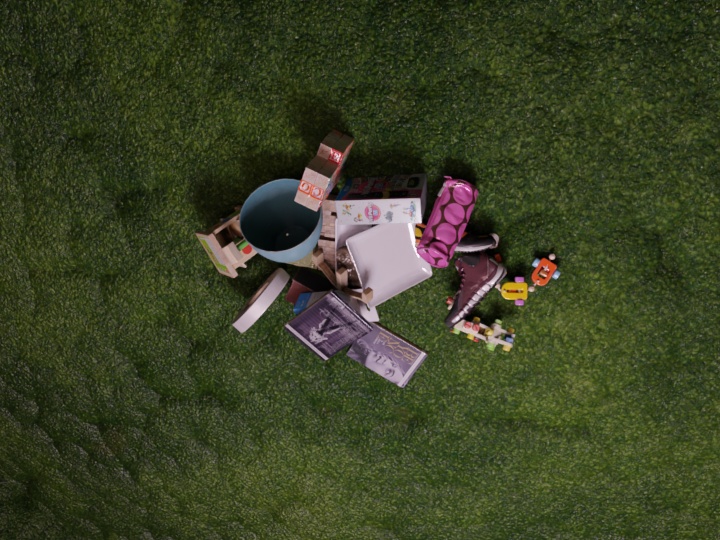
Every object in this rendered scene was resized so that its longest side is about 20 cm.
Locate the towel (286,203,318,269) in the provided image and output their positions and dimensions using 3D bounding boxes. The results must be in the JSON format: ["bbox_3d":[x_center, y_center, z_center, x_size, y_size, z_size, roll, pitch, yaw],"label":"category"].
[{"bbox_3d":[-0.174,-0.104,1.458,0.146,0.037,0.203,12,120,18],"label":"towel"}]

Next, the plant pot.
[{"bbox_3d":[-0.178,-0.099,1.345,0.197,0.203,0.135,5,153,11],"label":"plant pot"}]

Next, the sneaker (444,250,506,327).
[{"bbox_3d":[0.252,0.035,1.357,0.116,0.076,0.200,45,97,16],"label":"sneaker"}]

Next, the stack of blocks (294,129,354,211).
[{"bbox_3d":[-0.080,-0.234,1.277,0.058,0.201,0.116,24,123,0],"label":"stack of blocks"}]

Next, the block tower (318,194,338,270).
[{"bbox_3d":[-0.078,-0.098,1.437,0.057,0.054,0.203,9,121,9],"label":"block tower"}]

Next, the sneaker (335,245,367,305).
[{"bbox_3d":[0.000,0.000,1.445,0.070,0.076,0.201,9,139,38],"label":"sneaker"}]

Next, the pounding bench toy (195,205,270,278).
[{"bbox_3d":[-0.296,-0.079,1.403,0.199,0.155,0.125,12,135,59],"label":"pounding bench toy"}]

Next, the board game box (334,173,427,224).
[{"bbox_3d":[0.053,-0.169,1.311,0.196,0.148,0.065,-2,120,14],"label":"board game box"}]

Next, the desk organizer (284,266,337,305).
[{"bbox_3d":[-0.103,0.082,1.534,0.198,0.072,0.077,29,124,-3],"label":"desk organizer"}]

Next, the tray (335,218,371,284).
[{"bbox_3d":[-0.022,-0.056,1.442,0.106,0.022,0.203,-15,124,-27],"label":"tray"}]

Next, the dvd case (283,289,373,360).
[{"bbox_3d":[-0.083,0.144,1.420,0.148,0.016,0.199,42,126,-17],"label":"dvd case"}]

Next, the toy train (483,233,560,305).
[{"bbox_3d":[0.382,-0.003,1.382,0.198,0.056,0.152,28,95,9],"label":"toy train"}]

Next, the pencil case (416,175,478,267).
[{"bbox_3d":[0.196,-0.113,1.288,0.093,0.203,0.090,31,166,-38],"label":"pencil case"}]

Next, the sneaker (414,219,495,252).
[{"bbox_3d":[0.226,-0.095,1.351,0.197,0.070,0.092,1,101,18],"label":"sneaker"}]

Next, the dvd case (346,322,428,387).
[{"bbox_3d":[0.075,0.242,1.611,0.198,0.016,0.150,30,121,-4],"label":"dvd case"}]

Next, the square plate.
[{"bbox_3d":[0.073,-0.034,1.400,0.198,0.028,0.201,-26,116,-15],"label":"square plate"}]

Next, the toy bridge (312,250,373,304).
[{"bbox_3d":[-0.048,0.023,1.403,0.199,0.027,0.068,36,147,28],"label":"toy bridge"}]

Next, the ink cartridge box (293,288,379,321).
[{"bbox_3d":[-0.062,0.117,1.458,0.197,0.068,0.117,-6,125,21],"label":"ink cartridge box"}]

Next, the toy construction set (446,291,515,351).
[{"bbox_3d":[0.296,0.141,1.439,0.199,0.131,0.093,36,84,3],"label":"toy construction set"}]

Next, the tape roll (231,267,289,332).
[{"bbox_3d":[-0.268,0.078,1.498,0.037,0.203,0.202,42,120,-11],"label":"tape roll"}]
